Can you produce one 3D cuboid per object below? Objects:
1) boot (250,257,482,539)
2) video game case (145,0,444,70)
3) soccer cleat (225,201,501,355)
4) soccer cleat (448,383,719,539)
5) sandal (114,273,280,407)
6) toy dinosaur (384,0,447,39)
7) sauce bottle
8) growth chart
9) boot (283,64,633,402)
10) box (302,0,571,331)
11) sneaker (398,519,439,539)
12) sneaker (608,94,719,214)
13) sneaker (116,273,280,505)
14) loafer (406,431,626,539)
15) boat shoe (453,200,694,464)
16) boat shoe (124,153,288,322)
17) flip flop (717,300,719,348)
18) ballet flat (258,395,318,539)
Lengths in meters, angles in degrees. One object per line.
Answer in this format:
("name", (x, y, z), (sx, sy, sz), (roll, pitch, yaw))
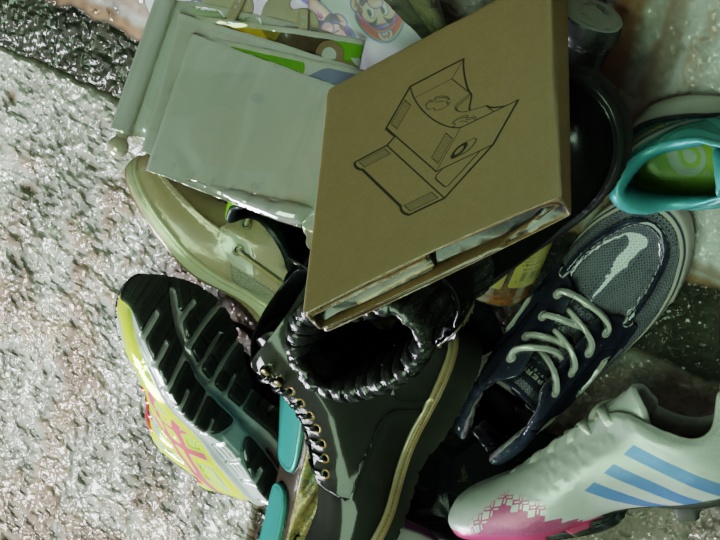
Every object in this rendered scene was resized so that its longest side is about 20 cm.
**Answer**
("boot", (-0.030, 0.101, 1.455), (0.138, 0.077, 0.201), (27, 88, -22))
("video game case", (-0.040, -0.152, 1.484), (0.199, 0.024, 0.183), (-6, 112, 30))
("soccer cleat", (0.000, 0.000, 1.493), (0.200, 0.081, 0.068), (38, 145, -7))
("soccer cleat", (0.146, 0.114, 1.450), (0.199, 0.070, 0.087), (-11, 105, 12))
("sandal", (-0.087, 0.070, 1.620), (0.200, 0.045, 0.075), (39, 133, -14))
("toy dinosaur", (0.025, -0.189, 1.396), (0.088, 0.048, 0.200), (-33, 108, 26))
("sauce bottle", (0.107, -0.072, 1.426), (0.066, 0.066, 0.201), (30, 124, 11))
("growth chart", (-0.058, -0.098, 1.451), (0.199, 0.018, 0.145), (25, 83, 14))
("boot", (0.057, -0.016, 1.341), (0.079, 0.158, 0.211), (45, 129, 6))
("box", (0.045, -0.069, 1.323), (0.163, 0.201, 0.021), (-26, 125, 25))
("sneaker", (0.045, 0.236, 1.564), (0.075, 0.100, 0.200), (4, 155, 44))
("sneaker", (0.235, -0.063, 1.353), (0.199, 0.080, 0.078), (-10, 110, 31))
("sneaker", (-0.116, 0.085, 1.560), (0.090, 0.078, 0.201), (-1, 131, 38))
("loafer", (0.089, 0.147, 1.556), (0.199, 0.073, 0.072), (4, 157, 30))
("boat shoe", (0.131, 0.040, 1.452), (0.075, 0.093, 0.200), (36, 126, 6))
("boat shoe", (-0.067, -0.014, 1.542), (0.200, 0.072, 0.065), (43, 112, -9))
("flip flop", (0.264, 0.065, 1.419), (0.081, 0.057, 0.201), (37, 150, 46))
("ballet flat", (-0.027, 0.134, 1.534), (0.070, 0.071, 0.201), (13, 102, 21))
